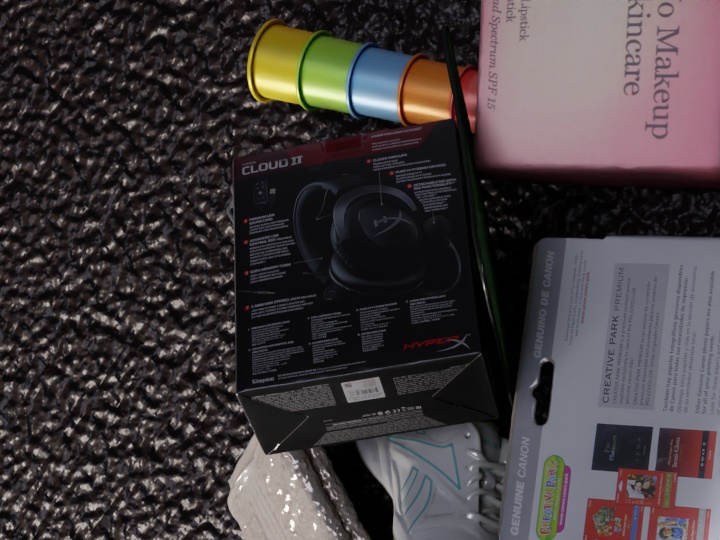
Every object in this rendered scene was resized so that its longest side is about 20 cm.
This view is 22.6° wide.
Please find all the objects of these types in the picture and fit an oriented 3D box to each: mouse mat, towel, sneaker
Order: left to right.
[{"bbox_3d":[-0.027,0.197,1.188,0.201,0.034,0.133,59,149,22],"label":"towel"},{"bbox_3d":[0.059,0.137,1.108,0.080,0.070,0.201,-44,39,14],"label":"sneaker"},{"bbox_3d":[0.073,-0.029,1.103,0.007,0.161,0.201,-10,53,7],"label":"mouse mat"}]

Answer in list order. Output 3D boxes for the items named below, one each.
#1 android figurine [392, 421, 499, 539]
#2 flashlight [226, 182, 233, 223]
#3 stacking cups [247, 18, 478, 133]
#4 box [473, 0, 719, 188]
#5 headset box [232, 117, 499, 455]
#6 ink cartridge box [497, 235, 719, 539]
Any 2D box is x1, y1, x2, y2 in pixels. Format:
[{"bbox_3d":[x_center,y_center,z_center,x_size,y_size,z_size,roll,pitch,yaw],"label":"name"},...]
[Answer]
[{"bbox_3d":[0.102,0.198,1.155,0.180,0.041,0.202,0,86,29],"label":"android figurine"},{"bbox_3d":[-0.026,0.001,1.211,0.068,0.067,0.201,105,148,-41],"label":"flashlight"},{"bbox_3d":[0.022,-0.127,1.235,0.198,0.060,0.061,14,90,24],"label":"stacking cups"},{"bbox_3d":[0.178,-0.117,1.094,0.198,0.109,0.129,2,89,21],"label":"box"},{"bbox_3d":[0.000,0.000,1.112,0.147,0.078,0.201,-10,52,7],"label":"headset box"},{"bbox_3d":[0.185,0.086,1.074,0.174,0.084,0.202,3,74,25],"label":"ink cartridge box"}]
